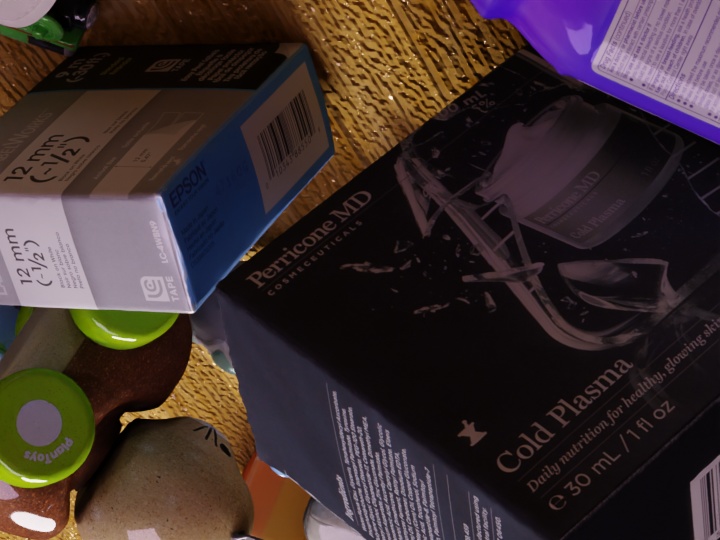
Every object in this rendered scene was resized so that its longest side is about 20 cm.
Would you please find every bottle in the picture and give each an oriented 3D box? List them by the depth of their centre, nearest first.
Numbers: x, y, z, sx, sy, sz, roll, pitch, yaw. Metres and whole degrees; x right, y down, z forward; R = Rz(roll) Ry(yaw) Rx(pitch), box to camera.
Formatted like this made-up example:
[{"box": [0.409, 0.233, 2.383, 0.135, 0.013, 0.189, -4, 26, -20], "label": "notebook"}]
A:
[{"box": [0.107, -0.109, 0.885, 0.199, 0.084, 0.065, 24, -174, -1], "label": "bottle"}]

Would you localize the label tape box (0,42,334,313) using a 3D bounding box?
[{"box": [-0.133, -0.047, 1.056, 0.199, 0.143, 0.066, 4, 124, 28], "label": "label tape box"}]

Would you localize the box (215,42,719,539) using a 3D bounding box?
[{"box": [0.083, 0.035, 0.934, 0.196, 0.200, 0.124, 34, 151, 36], "label": "box"}]

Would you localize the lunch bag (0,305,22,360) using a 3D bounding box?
[{"box": [-0.241, 0.019, 1.293, 0.150, 0.094, 0.200, 36, 155, -23], "label": "lunch bag"}]

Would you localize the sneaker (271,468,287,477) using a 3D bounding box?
[{"box": [0.029, 0.110, 1.239, 0.199, 0.090, 0.079, 5, 143, 28], "label": "sneaker"}]

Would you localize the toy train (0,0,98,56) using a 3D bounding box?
[{"box": [-0.217, -0.147, 1.075, 0.199, 0.042, 0.056, 21, 157, 4], "label": "toy train"}]

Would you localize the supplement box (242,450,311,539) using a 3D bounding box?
[{"box": [0.011, 0.182, 1.376, 0.199, 0.067, 0.069, 26, 147, -2], "label": "supplement box"}]

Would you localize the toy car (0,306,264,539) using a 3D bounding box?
[{"box": [-0.096, 0.095, 1.137, 0.200, 0.158, 0.164, 36, 161, -10], "label": "toy car"}]

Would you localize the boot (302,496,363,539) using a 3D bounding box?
[{"box": [0.061, 0.173, 1.268, 0.199, 0.131, 0.068, 17, 105, 1], "label": "boot"}]

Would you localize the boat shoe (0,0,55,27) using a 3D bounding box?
[{"box": [-0.142, -0.180, 0.958, 0.072, 0.060, 0.202, 24, 148, 2], "label": "boat shoe"}]

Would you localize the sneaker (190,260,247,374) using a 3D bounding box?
[{"box": [0.000, 0.000, 1.126, 0.199, 0.078, 0.140, 11, 141, 11], "label": "sneaker"}]
